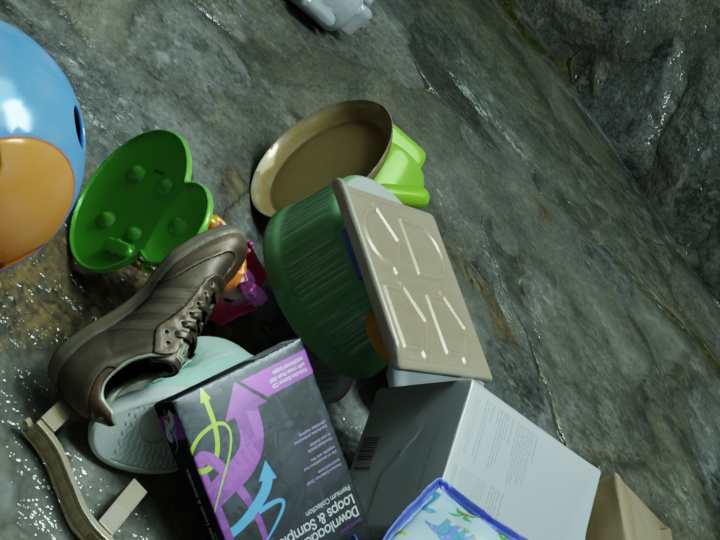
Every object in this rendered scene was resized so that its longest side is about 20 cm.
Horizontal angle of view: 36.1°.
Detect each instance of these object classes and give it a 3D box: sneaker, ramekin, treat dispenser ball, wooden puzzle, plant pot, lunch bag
[{"bbox_3d":[-0.156,0.048,0.902,0.075,0.199,0.071,41,-20,22],"label":"sneaker"},{"bbox_3d":[0.000,0.000,1.149,0.199,0.097,0.202,40,33,-32],"label":"ramekin"},{"bbox_3d":[-0.308,-0.093,0.832,0.200,0.200,0.202,38,28,-24],"label":"treat dispenser ball"},{"bbox_3d":[0.043,0.019,1.054,0.199,0.046,0.188,19,48,-57],"label":"wooden puzzle"},{"bbox_3d":[-0.044,-0.129,1.341,0.028,0.197,0.202,55,18,-37],"label":"plant pot"},{"bbox_3d":[-0.167,0.113,0.973,0.198,0.075,0.117,-10,24,-40],"label":"sneaker"},{"bbox_3d":[-0.010,0.079,1.243,0.104,0.075,0.202,29,28,-28],"label":"sneaker"},{"bbox_3d":[0.028,0.294,0.882,0.126,0.172,0.199,30,33,19],"label":"lunch bag"}]

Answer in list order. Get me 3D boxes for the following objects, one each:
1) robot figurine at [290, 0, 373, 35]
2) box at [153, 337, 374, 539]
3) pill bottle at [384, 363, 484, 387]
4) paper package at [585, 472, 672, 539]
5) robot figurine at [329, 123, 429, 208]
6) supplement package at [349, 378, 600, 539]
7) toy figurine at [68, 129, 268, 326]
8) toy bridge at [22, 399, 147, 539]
[{"bbox_3d":[-0.067,-0.486,1.859,0.199,0.112,0.172,33,40,-32],"label":"robot figurine"},{"bbox_3d":[-0.074,0.177,0.927,0.142,0.036,0.203,-24,96,-40],"label":"box"},{"bbox_3d":[0.079,0.082,1.319,0.116,0.116,0.201,41,14,-19],"label":"pill bottle"},{"bbox_3d":[0.222,0.340,1.131,0.103,0.199,0.192,44,27,-21],"label":"paper package"},{"bbox_3d":[0.006,-0.084,1.374,0.115,0.175,0.202,39,60,-19],"label":"robot figurine"},{"bbox_3d":[0.107,0.226,1.095,0.199,0.150,0.154,35,62,-28],"label":"supplement package"},{"bbox_3d":[-0.150,-0.016,1.057,0.198,0.152,0.184,22,-14,45],"label":"toy figurine"},{"bbox_3d":[-0.191,0.189,0.853,0.200,0.027,0.067,48,26,-5],"label":"toy bridge"}]
